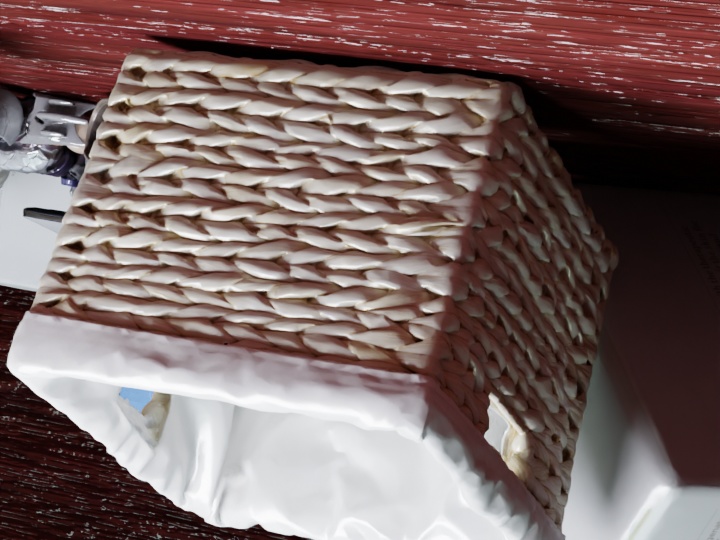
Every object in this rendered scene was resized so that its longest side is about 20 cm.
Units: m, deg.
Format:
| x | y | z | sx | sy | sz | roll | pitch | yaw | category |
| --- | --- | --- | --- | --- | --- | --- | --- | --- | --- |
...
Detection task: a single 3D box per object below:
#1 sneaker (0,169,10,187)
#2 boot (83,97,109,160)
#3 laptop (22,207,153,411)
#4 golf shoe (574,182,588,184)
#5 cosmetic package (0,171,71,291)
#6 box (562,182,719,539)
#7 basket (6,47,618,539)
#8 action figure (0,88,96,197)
| x | y | z | sx | sy | sz | roll | pitch | yaw | category |
| --- | --- | --- | --- | --- | --- | --- | --- | --- | --- |
| -0.293 | -0.066 | 1.491 | 0.077 | 0.080 | 0.200 | 11 | -169 | -36 | sneaker |
| -0.081 | -0.057 | 1.293 | 0.146 | 0.070 | 0.200 | 17 | 175 | -12 | boot |
| -0.088 | 0.051 | 1.383 | 0.187 | 0.116 | 0.200 | 10 | 172 | 21 | laptop |
| 0.116 | -0.023 | 1.344 | 0.097 | 0.079 | 0.200 | 27 | 169 | -7 | golf shoe |
| -0.167 | -0.034 | 1.531 | 0.199 | 0.113 | 0.081 | 11 | 178 | 26 | cosmetic package |
| 0.148 | 0.094 | 1.167 | 0.171 | 0.200 | 0.199 | 4 | -136 | -26 | box |
| -0.012 | 0.019 | 1.018 | 0.199 | 0.161 | 0.198 | 6 | 158 | 24 | basket |
| -0.176 | -0.064 | 1.381 | 0.130 | 0.070 | 0.200 | 18 | 178 | 28 | action figure |
